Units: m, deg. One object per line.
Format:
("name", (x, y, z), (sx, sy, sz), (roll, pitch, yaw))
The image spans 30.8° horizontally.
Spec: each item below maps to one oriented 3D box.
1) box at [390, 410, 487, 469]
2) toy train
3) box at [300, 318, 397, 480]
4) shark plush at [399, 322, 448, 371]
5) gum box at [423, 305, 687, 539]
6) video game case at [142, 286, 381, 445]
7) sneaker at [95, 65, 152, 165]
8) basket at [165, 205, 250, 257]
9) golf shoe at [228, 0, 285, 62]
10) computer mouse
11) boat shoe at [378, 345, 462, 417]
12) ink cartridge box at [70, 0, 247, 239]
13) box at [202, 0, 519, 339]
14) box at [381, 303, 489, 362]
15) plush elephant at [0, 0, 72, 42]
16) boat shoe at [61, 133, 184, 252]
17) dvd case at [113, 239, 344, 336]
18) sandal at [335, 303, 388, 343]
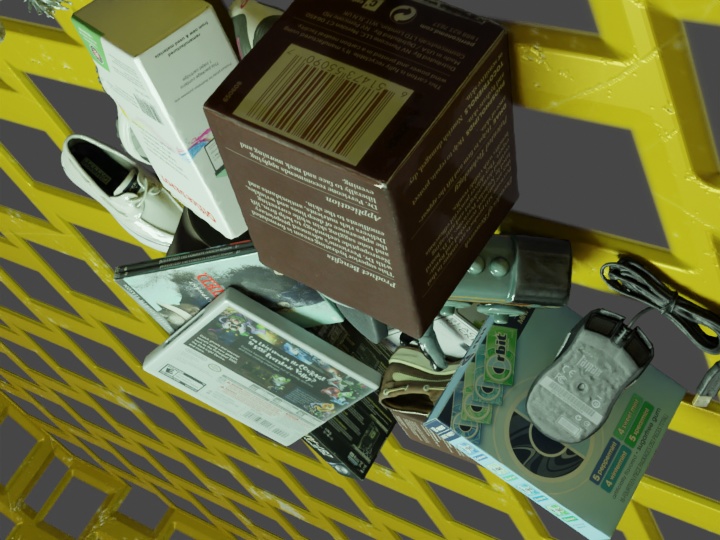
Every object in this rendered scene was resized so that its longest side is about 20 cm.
("box", (0.144, 0.165, 1.481), (0.199, 0.100, 0.075), (17, 154, 35))
("toy train", (0.089, -0.003, 1.140), (0.199, 0.086, 0.114), (7, 174, -14))
("box", (-0.027, 0.130, 1.565), (0.043, 0.161, 0.200), (6, 147, 48))
("shark plush", (0.052, 0.012, 1.233), (0.083, 0.091, 0.201), (-3, 106, 21))
("gum box", (0.187, 0.129, 1.242), (0.200, 0.170, 0.045), (35, 160, -3))
("video game case", (-0.108, 0.109, 1.418), (0.200, 0.023, 0.182), (32, 137, -22))
("sneaker", (-0.199, -0.161, 1.302), (0.079, 0.074, 0.200), (20, 156, 18))
("basket", (-0.139, -0.024, 1.434), (0.181, 0.136, 0.200), (54, 158, 16))
("golf shoe", (-0.054, -0.156, 1.128), (0.088, 0.077, 0.200), (45, 165, 31))
("computer mouse", (0.242, 0.087, 1.160), (0.140, 0.046, 0.200), (31, 123, 9))
("boat shoe", (0.100, 0.136, 1.344), (0.202, 0.075, 0.075), (7, 148, 48))
("ink cartridge box", (-0.153, -0.146, 1.154), (0.145, 0.084, 0.200), (35, 157, 49))
("box", (0.009, -0.090, 1.002), (0.166, 0.164, 0.200), (25, 153, 24))
("box", (0.107, 0.065, 1.369), (0.117, 0.060, 0.200), (37, 158, -13))
("plush elephant", (-0.387, -0.266, 1.216), (0.200, 0.155, 0.164), (45, 156, -27))
("boat shoe", (-0.272, -0.095, 1.558), (0.200, 0.072, 0.066), (40, 164, 5))
("dvd case", (-0.134, 0.025, 1.360), (0.199, 0.022, 0.146), (-9, 144, 24))
("sandal", (0.000, 0.000, 1.289), (0.076, 0.043, 0.200), (41, 157, 37))
